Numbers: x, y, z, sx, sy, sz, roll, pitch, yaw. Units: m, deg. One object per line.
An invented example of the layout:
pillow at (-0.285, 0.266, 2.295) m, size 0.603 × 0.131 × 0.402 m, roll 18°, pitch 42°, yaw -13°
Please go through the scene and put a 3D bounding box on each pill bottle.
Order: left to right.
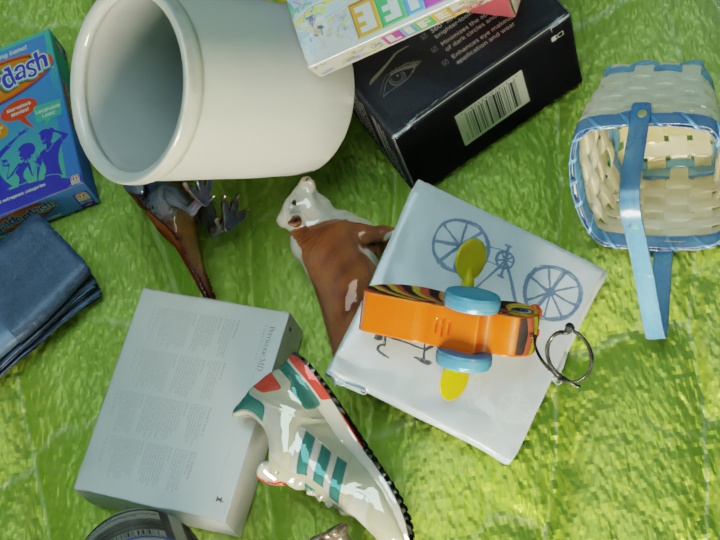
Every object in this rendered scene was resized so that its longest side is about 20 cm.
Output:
pill bottle at (-0.175, 0.255, 1.302) m, size 0.113 × 0.200 × 0.115 m, roll 0°, pitch 91°, yaw -10°

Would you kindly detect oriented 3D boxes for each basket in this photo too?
basket at (0.246, -0.066, 1.367) m, size 0.138 × 0.177 × 0.201 m, roll -3°, pitch 45°, yaw 15°

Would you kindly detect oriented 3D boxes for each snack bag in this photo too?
snack bag at (0.093, 0.047, 1.401) m, size 0.188 × 0.021 × 0.201 m, roll 25°, pitch 78°, yaw 2°

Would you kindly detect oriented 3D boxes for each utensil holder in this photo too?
utensil holder at (-0.127, -0.161, 1.432) m, size 0.169 × 0.199 × 0.171 m, roll 3°, pitch 94°, yaw 46°

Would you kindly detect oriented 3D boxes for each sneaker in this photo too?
sneaker at (-0.034, 0.172, 1.374) m, size 0.093 × 0.070 × 0.200 m, roll -34°, pitch 74°, yaw -2°

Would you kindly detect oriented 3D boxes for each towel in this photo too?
towel at (-0.351, 0.043, 1.552) m, size 0.200 × 0.049 × 0.112 m, roll -42°, pitch 61°, yaw -6°

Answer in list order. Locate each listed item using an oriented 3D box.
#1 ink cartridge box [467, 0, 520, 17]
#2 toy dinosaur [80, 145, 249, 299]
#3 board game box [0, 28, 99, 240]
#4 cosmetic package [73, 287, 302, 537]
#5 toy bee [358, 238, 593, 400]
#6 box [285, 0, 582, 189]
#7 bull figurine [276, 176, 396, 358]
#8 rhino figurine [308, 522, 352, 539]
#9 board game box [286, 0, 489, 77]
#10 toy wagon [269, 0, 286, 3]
ink cartridge box at (0.057, -0.318, 1.458) m, size 0.199 × 0.083 × 0.147 m, roll 9°, pitch 68°, yaw 19°
toy dinosaur at (-0.205, -0.075, 1.550) m, size 0.181 × 0.105 × 0.201 m, roll 5°, pitch 77°, yaw 40°
board game box at (-0.359, -0.133, 1.642) m, size 0.151 × 0.045 × 0.201 m, roll -22°, pitch 60°, yaw 5°
cosmetic package at (-0.152, 0.125, 1.453) m, size 0.150 × 0.052 × 0.201 m, roll 9°, pitch 68°, yaw 21°
toy bee at (0.104, 0.053, 1.351) m, size 0.200 × 0.109 × 0.131 m, roll 35°, pitch 110°, yaw 17°
box at (0.070, -0.216, 1.518) m, size 0.196 × 0.118 × 0.200 m, roll -34°, pitch 61°, yaw -3°
bull figurine at (0.000, 0.000, 1.462) m, size 0.121 × 0.065 × 0.201 m, roll -17°, pitch 66°, yaw 0°
rhino figurine at (-0.075, 0.295, 1.339) m, size 0.199 × 0.060 × 0.088 m, roll -32°, pitch 86°, yaw 0°
board game box at (0.029, -0.268, 1.380) m, size 0.199 × 0.034 × 0.135 m, roll -23°, pitch 76°, yaw 15°
toy wagon at (-0.135, -0.292, 1.658) m, size 0.155 × 0.040 × 0.200 m, roll -41°, pitch 61°, yaw -6°
